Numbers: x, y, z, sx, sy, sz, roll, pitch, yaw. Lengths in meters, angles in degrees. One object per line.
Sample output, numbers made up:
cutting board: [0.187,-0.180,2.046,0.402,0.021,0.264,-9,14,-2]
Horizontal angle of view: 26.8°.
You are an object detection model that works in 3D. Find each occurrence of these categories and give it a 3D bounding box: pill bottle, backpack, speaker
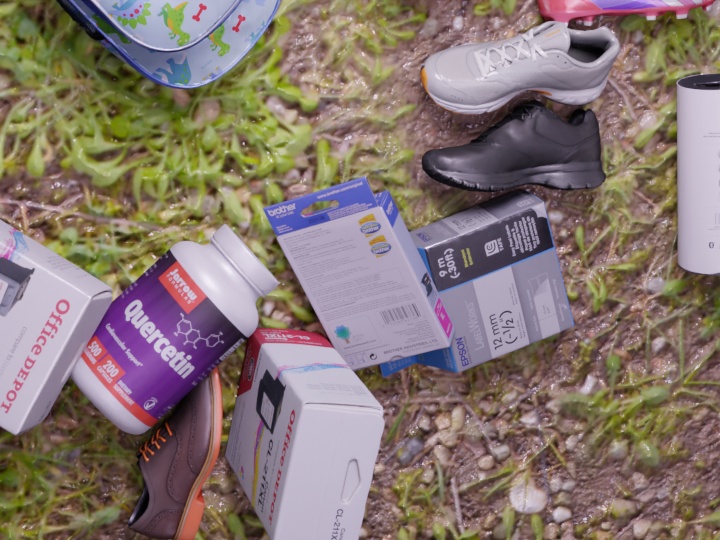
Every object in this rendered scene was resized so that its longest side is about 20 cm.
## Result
pill bottle: [-0.175,0.052,1.422,0.200,0.112,0.113,-43,115,-1]
backpack: [-0.168,-0.262,1.305,0.183,0.147,0.200,-44,118,2]
speaker: [0.369,-0.102,1.570,0.081,0.081,0.201,-11,110,-15]

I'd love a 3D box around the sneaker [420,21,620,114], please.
sneaker: [0.155,-0.206,1.448,0.199,0.092,0.076,-8,67,-18]

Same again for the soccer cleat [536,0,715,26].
soccer cleat: [0.267,-0.284,1.489,0.199,0.067,0.077,-8,105,-13]

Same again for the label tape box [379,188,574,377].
label tape box: [0.104,0.021,1.531,0.199,0.066,0.144,-22,113,-12]

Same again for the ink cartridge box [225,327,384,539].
ink cartridge box: [-0.058,0.157,1.446,0.082,0.200,0.147,7,105,-20]

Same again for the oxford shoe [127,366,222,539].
oxford shoe: [-0.181,0.177,1.485,0.072,0.071,0.201,10,104,-16]

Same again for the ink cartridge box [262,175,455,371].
ink cartridge box: [0.000,0.000,1.473,0.119,0.042,0.201,-15,118,25]

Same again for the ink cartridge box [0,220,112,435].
ink cartridge box: [-0.343,0.031,1.336,0.199,0.086,0.148,30,95,3]

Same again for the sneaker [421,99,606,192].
sneaker: [0.151,-0.124,1.505,0.199,0.076,0.091,-4,99,-24]
